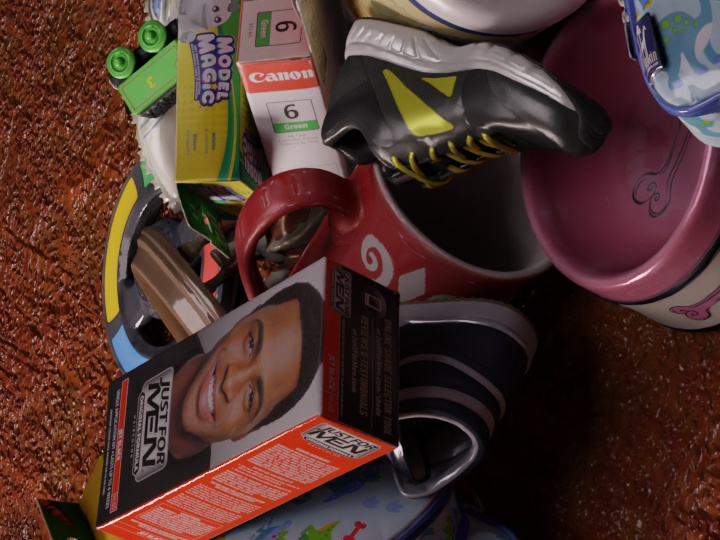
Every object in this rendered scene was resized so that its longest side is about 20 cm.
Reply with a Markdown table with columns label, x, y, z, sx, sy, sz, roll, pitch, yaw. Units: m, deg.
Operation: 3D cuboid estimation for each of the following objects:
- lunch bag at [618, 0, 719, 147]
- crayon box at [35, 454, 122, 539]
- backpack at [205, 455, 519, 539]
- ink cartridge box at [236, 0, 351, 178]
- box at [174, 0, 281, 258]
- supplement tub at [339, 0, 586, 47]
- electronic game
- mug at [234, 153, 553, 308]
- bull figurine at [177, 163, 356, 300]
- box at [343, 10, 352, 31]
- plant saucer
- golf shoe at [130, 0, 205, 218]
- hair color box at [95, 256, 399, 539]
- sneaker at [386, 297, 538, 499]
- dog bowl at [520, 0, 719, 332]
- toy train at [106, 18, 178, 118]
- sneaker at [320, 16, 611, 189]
| label | x | y | z | sx | sy | sz | roll | pitch | yaw |
| --- | --- | --- | --- | --- | --- | --- | --- | --- | --- |
| lunch bag | 0.222 | -0.160 | 1.039 | 0.199 | 0.082 | 0.162 | -19 | 65 | 28 |
| crayon box | -0.103 | 0.185 | 1.430 | 0.051 | 0.199 | 0.127 | -62 | 40 | 30 |
| backpack | 0.005 | 0.192 | 1.266 | 0.200 | 0.183 | 0.148 | 28 | 145 | 50 |
| ink cartridge box | -0.044 | -0.146 | 1.314 | 0.200 | 0.050 | 0.109 | 73 | -164 | -51 |
| box | -0.082 | -0.114 | 1.360 | 0.117 | 0.048 | 0.201 | 43 | -132 | -75 |
| supplement tub | 0.060 | -0.196 | 1.251 | 0.200 | 0.143 | 0.145 | 166 | 108 | -79 |
| electronic game | -0.151 | -0.002 | 1.675 | 0.200 | 0.041 | 0.201 | -14 | 73 | 55 |
| mug | 0.005 | -0.006 | 1.335 | 0.200 | 0.177 | 0.134 | -53 | 10 | 45 |
| bull figurine | -0.052 | -0.030 | 1.470 | 0.065 | 0.121 | 0.200 | 55 | 162 | -9 |
| box | -0.005 | -0.205 | 1.477 | 0.200 | 0.048 | 0.159 | 8 | 93 | 56 |
| plant saucer | -0.098 | 0.058 | 1.477 | 0.029 | 0.200 | 0.200 | -37 | 39 | -8 |
| golf shoe | -0.107 | -0.140 | 1.515 | 0.097 | 0.078 | 0.201 | -12 | 76 | 51 |
| hair color box | -0.065 | 0.081 | 1.217 | 0.200 | 0.061 | 0.102 | -30 | 47 | 39 |
| sneaker | -0.001 | 0.076 | 1.246 | 0.199 | 0.070 | 0.109 | -8 | 40 | 30 |
| dog bowl | 0.164 | -0.069 | 1.178 | 0.200 | 0.073 | 0.201 | -11 | 76 | 55 |
| toy train | -0.091 | -0.175 | 1.464 | 0.200 | 0.042 | 0.057 | -37 | 76 | 19 |
| sneaker | 0.055 | -0.079 | 1.184 | 0.200 | 0.074 | 0.085 | 20 | 84 | 49 |
